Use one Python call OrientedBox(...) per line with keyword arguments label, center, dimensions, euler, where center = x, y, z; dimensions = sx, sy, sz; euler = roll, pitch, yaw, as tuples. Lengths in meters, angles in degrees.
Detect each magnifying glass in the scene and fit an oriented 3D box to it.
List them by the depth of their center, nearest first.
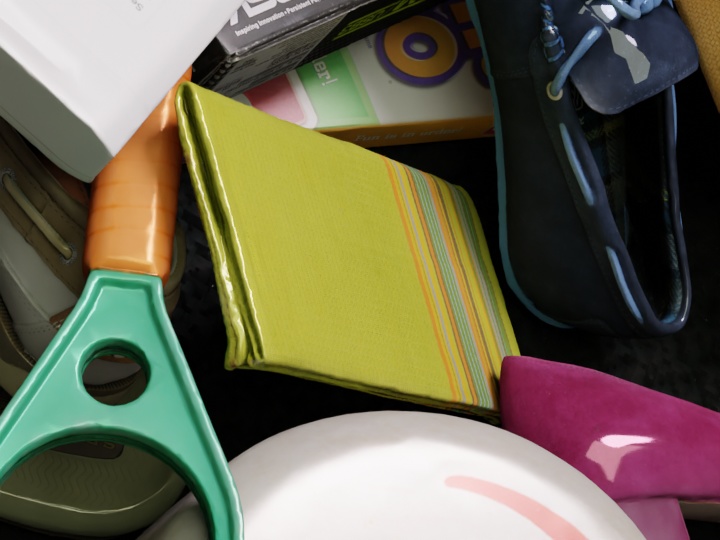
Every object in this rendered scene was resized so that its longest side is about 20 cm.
OrientedBox(label="magnifying glass", center=(-0.067, 0.022, 0.762), dimensions=(0.079, 0.022, 0.201), euler=(6, 63, -5))

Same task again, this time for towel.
OrientedBox(label="towel", center=(0.000, 0.000, 0.847), dimensions=(0.018, 0.200, 0.087), euler=(-23, 74, 21))

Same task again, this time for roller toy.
OrientedBox(label="roller toy", center=(0.003, 0.137, 0.810), dimensions=(0.182, 0.140, 0.200), euler=(-37, 88, -26))

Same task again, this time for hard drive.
OrientedBox(label="hard drive", center=(-0.073, -0.134, 0.800), dimensions=(0.132, 0.026, 0.200), euler=(42, 51, -8))

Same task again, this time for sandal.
OrientedBox(label="sandal", center=(-0.143, 0.029, 0.837), dimensions=(0.200, 0.057, 0.080), euler=(11, 70, -16))

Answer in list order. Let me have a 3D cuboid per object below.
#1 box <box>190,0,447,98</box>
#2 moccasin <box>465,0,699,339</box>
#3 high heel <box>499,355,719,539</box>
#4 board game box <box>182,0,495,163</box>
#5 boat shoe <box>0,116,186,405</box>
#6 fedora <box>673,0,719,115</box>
OrientedBox(label="box", center=(-0.034, -0.167, 0.892), dimensions=(0.200, 0.047, 0.194), euler=(-29, 82, -42))
OrientedBox(label="moccasin", center=(0.083, -0.072, 0.890), dimensions=(0.080, 0.068, 0.201), euler=(-33, 127, -32))
OrientedBox(label="high heel", center=(0.138, 0.050, 0.922), dimensions=(0.199, 0.067, 0.097), euler=(-17, 85, -22))
OrientedBox(label="board game box", center=(0.002, -0.090, 0.946), dimensions=(0.199, 0.030, 0.096), euler=(-5, 75, -24))
OrientedBox(label="boat shoe", center=(-0.101, -0.057, 0.853), dimensions=(0.074, 0.068, 0.201), euler=(-5, 61, -42))
OrientedBox(label="fedora", center=(0.154, -0.087, 0.947), dimensions=(0.081, 0.200, 0.202), euler=(-17, 77, 17))
